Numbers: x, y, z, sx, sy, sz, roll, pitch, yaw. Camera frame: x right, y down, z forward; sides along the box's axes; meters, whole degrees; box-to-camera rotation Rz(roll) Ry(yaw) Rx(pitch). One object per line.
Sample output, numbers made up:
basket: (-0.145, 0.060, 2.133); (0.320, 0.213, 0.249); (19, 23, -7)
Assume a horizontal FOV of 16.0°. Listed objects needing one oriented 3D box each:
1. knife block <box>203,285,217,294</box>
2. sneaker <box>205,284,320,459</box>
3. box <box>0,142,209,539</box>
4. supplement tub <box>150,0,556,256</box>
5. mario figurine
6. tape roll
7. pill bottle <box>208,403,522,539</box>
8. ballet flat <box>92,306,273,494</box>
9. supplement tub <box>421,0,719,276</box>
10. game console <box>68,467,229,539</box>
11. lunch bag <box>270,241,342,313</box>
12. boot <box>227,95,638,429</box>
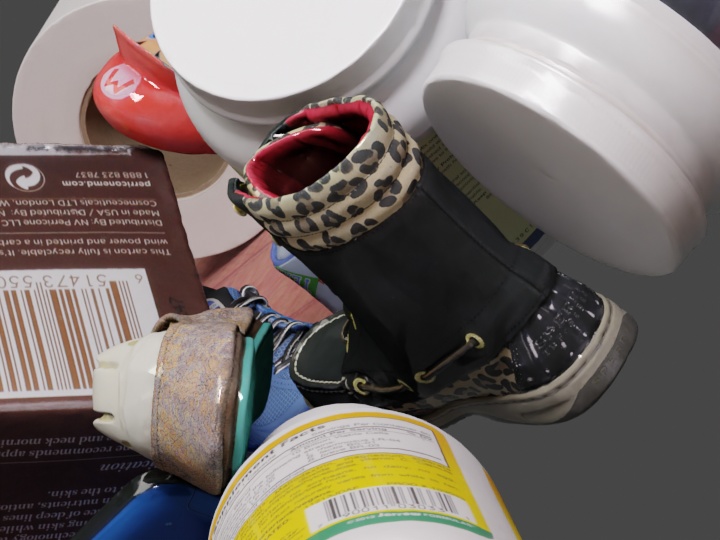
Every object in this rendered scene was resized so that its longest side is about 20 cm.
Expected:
knife block: (-0.132, 0.023, 1.413); (0.175, 0.064, 0.200); (-19, -38, -16)
sneaker: (-0.051, 0.052, 1.250); (0.079, 0.089, 0.200); (-41, 7, -33)
box: (-0.176, 0.065, 1.241); (0.200, 0.165, 0.165); (113, 147, -43)
supplement tub: (0.006, -0.084, 1.122); (0.144, 0.200, 0.146); (-10, 63, 20)
mario figurine: (-0.049, -0.139, 1.254); (0.200, 0.106, 0.123); (-38, 3, -15)
tape roll: (-0.126, -0.127, 1.767); (0.203, 0.203, 0.139); (-42, 16, 30)
pill bottle: (0.004, 0.112, 0.878); (0.113, 0.113, 0.200); (-49, 14, 6)
ballet flat: (-0.073, 0.050, 1.031); (0.200, 0.067, 0.068); (-79, -5, -88)
supplement tub: (0.130, -0.113, 1.017); (0.200, 0.140, 0.140); (-54, 14, -14)
game console: (-0.092, 0.134, 1.148); (0.200, 0.170, 0.119); (-44, 41, 26)
lunch bag: (0.041, -0.062, 1.324); (0.160, 0.076, 0.200); (-38, 17, 34)
boot: (0.001, -0.001, 1.051); (0.203, 0.154, 0.074); (-6, 48, 55)
